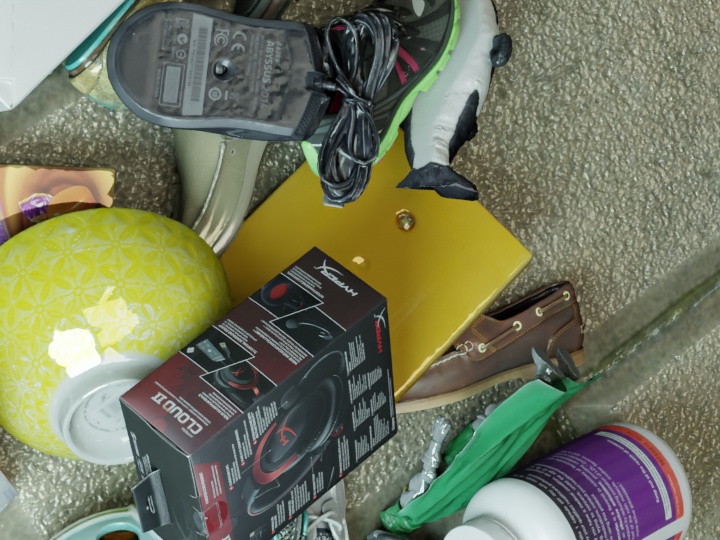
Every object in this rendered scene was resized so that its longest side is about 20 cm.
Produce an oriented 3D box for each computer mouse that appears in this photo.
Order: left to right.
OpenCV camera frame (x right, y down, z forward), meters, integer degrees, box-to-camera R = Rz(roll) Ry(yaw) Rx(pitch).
[{"bbox_3d":[-0.081,-0.129,1.421,0.198,0.053,0.140,12,87,-7],"label":"computer mouse"}]

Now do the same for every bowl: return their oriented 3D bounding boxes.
[{"bbox_3d":[-0.173,0.067,1.384,0.198,0.108,0.201,-11,133,-12],"label":"bowl"}]

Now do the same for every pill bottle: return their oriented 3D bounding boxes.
[{"bbox_3d":[0.155,0.196,1.544,0.199,0.112,0.113,-20,101,-41],"label":"pill bottle"}]

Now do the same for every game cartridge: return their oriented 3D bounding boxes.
[{"bbox_3d":[0.000,0.000,1.509,0.176,0.032,0.200,44,78,7],"label":"game cartridge"}]

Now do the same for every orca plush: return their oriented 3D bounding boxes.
[{"bbox_3d":[0.081,-0.122,1.523,0.105,0.201,0.071,-23,134,20],"label":"orca plush"}]

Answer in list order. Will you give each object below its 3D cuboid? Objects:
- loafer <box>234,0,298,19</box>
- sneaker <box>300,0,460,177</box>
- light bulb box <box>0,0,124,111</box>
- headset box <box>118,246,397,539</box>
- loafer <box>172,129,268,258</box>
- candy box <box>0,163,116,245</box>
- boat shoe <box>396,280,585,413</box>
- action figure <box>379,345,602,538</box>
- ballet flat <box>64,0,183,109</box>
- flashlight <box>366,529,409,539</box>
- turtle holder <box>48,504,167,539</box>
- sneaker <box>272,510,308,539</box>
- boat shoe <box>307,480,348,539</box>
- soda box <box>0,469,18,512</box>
[{"bbox_3d":[-0.027,-0.260,1.498,0.063,0.072,0.201,27,81,-27],"label":"loafer"},{"bbox_3d":[0.011,-0.162,1.491,0.084,0.076,0.201,49,56,-41],"label":"sneaker"},{"bbox_3d":[-0.224,-0.212,1.349,0.198,0.200,0.125,-46,106,-13],"label":"light bulb box"},{"bbox_3d":[-0.071,0.104,1.358,0.200,0.075,0.149,-39,146,-26],"label":"headset box"},{"bbox_3d":[-0.109,-0.085,1.474,0.068,0.076,0.201,27,74,-20],"label":"loafer"},{"bbox_3d":[-0.275,-0.018,1.418,0.198,0.056,0.118,1,94,-20],"label":"candy box"},{"bbox_3d":[0.084,0.057,1.560,0.199,0.070,0.071,-16,106,-29],"label":"boat shoe"},{"bbox_3d":[0.085,0.136,1.534,0.200,0.055,0.118,-46,154,21],"label":"action figure"},{"bbox_3d":[-0.133,-0.202,1.459,0.071,0.071,0.201,37,85,-20],"label":"ballet flat"},{"bbox_3d":[0.088,0.261,1.574,0.199,0.068,0.068,23,86,-21],"label":"flashlight"},{"bbox_3d":[-0.162,0.245,1.405,0.141,0.185,0.132,40,85,-24],"label":"turtle holder"},{"bbox_3d":[-0.068,0.207,1.452,0.077,0.091,0.201,-13,69,-44],"label":"sneaker"},{"bbox_3d":[-0.038,0.204,1.518,0.071,0.068,0.202,0,93,-22],"label":"boat shoe"},{"bbox_3d":[-0.285,0.132,1.343,0.063,0.200,0.070,42,77,11],"label":"soda box"}]
